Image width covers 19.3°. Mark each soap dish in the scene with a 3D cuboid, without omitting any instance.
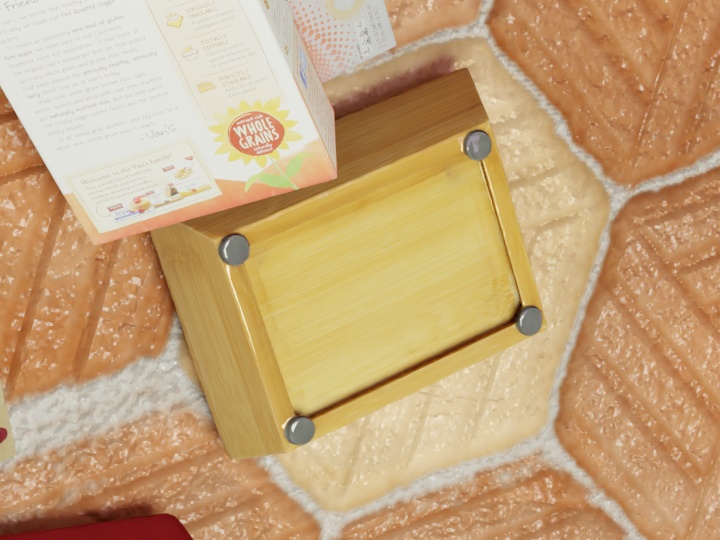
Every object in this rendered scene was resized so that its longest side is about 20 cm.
[{"bbox_3d":[0.000,0.000,1.145,0.200,0.081,0.158,-24,113,-17],"label":"soap dish"}]

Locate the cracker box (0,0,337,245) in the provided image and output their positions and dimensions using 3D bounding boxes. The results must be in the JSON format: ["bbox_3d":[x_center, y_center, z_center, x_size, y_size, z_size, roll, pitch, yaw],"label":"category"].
[{"bbox_3d":[-0.105,-0.114,1.016,0.134,0.058,0.200,-14,134,11],"label":"cracker box"}]

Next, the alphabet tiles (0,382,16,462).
[{"bbox_3d":[-0.254,0.071,1.051,0.166,0.006,0.200,-26,126,-31],"label":"alphabet tiles"}]

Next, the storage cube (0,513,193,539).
[{"bbox_3d":[-0.151,0.245,1.073,0.200,0.180,0.171,-5,114,-24],"label":"storage cube"}]

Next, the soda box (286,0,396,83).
[{"bbox_3d":[-0.046,-0.191,1.062,0.068,0.064,0.200,-29,126,-16],"label":"soda box"}]
